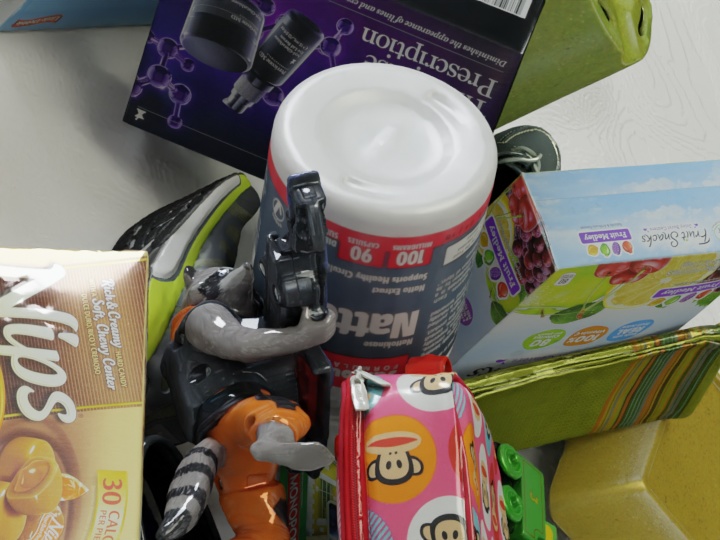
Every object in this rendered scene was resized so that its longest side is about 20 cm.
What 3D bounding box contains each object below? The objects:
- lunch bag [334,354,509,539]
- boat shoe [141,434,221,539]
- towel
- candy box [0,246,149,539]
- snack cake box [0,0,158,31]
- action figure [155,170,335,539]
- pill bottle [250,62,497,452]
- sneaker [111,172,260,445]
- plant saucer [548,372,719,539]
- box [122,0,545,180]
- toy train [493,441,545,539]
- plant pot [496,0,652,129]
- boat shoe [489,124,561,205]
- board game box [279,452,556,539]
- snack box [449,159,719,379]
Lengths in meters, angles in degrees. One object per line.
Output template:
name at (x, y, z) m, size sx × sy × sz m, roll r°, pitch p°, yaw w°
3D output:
lunch bag at (0.037, 0.128, 1.408) m, size 0.200 × 0.081 × 0.178 m, roll 63°, pitch 23°, yaw -71°
boat shoe at (-0.085, 0.174, 1.383) m, size 0.074 × 0.062 × 0.201 m, roll -7°, pitch 68°, yaw -54°
towel at (0.128, 0.079, 1.631) m, size 0.199 × 0.086 × 0.018 m, roll -11°, pitch 53°, yaw -27°
candy box at (-0.162, 0.080, 1.328) m, size 0.114 × 0.056 × 0.201 m, roll 2°, pitch 50°, yaw -4°
snack cake box at (-0.152, -0.209, 1.620) m, size 0.199 × 0.067 × 0.116 m, roll -10°, pitch 69°, yaw -53°
action figure at (-0.060, 0.052, 1.361) m, size 0.104 × 0.201 × 0.194 m, roll -5°, pitch 36°, yaw -8°
pill bottle at (0.000, 0.000, 1.473) m, size 0.119 × 0.201 × 0.120 m, roll 5°, pitch 45°, yaw -5°
sneaker at (-0.099, 0.021, 1.500) m, size 0.081 × 0.074 × 0.200 m, roll 53°, pitch 39°, yaw -20°
plant saucer at (0.217, 0.143, 1.746) m, size 0.200 × 0.048 × 0.201 m, roll 49°, pitch 39°, yaw -21°
box at (-0.016, -0.118, 1.538) m, size 0.199 × 0.142 × 0.079 m, roll 22°, pitch 35°, yaw 2°
toy train at (0.083, 0.186, 1.543) m, size 0.056 × 0.042 × 0.201 m, roll 41°, pitch 37°, yaw -37°
plant pot at (0.074, -0.166, 1.701) m, size 0.200 × 0.183 × 0.202 m, roll 45°, pitch 36°, yaw -48°
boat shoe at (0.095, -0.044, 1.732) m, size 0.073 × 0.062 × 0.200 m, roll 50°, pitch 35°, yaw -7°
board game box at (0.035, 0.166, 1.561) m, size 0.199 × 0.029 × 0.135 m, roll 31°, pitch 42°, yaw -31°
snack box at (0.118, 0.013, 1.606) m, size 0.168 × 0.200 × 0.068 m, roll -6°, pitch 66°, yaw -33°
